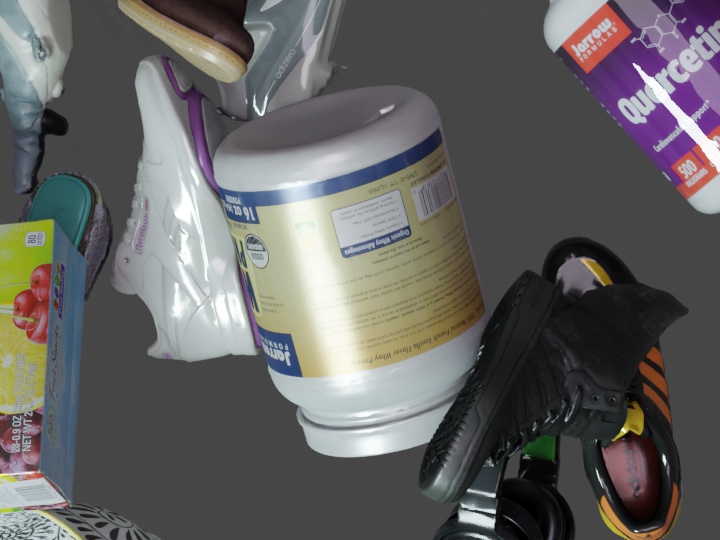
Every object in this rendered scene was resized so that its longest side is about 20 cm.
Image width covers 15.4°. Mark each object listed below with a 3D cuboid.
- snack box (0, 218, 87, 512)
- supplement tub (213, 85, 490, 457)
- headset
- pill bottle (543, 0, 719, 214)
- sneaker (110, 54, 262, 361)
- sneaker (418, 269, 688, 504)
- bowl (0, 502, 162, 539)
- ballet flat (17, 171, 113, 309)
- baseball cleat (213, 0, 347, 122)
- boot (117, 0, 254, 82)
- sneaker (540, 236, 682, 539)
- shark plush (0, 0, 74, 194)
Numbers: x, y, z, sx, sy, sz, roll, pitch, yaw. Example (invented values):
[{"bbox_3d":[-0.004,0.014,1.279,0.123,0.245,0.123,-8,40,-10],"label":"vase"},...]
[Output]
[{"bbox_3d":[-0.274,0.065,1.621,0.200,0.068,0.169,-7,63,13],"label":"snack box"},{"bbox_3d":[0.000,0.000,1.639,0.144,0.144,0.200,-14,106,2],"label":"supplement tub"},{"bbox_3d":[0.077,0.168,1.669,0.094,0.123,0.200,10,101,21],"label":"headset"},{"bbox_3d":[0.193,-0.139,1.664,0.112,0.112,0.200,-42,88,1],"label":"pill bottle"},{"bbox_3d":[-0.123,-0.035,1.686,0.099,0.075,0.200,-12,98,15],"label":"sneaker"},{"bbox_3d":[0.116,0.075,1.590,0.104,0.060,0.200,33,56,-9],"label":"sneaker"},{"bbox_3d":[-0.161,0.220,1.668,0.201,0.094,0.201,20,122,36],"label":"bowl"},{"bbox_3d":[-0.208,0.037,1.695,0.072,0.072,0.201,22,78,2],"label":"ballet flat"},{"bbox_3d":[-0.049,-0.191,1.695,0.106,0.070,0.200,13,89,2],"label":"baseball cleat"},{"bbox_3d":[-0.081,-0.215,1.642,0.072,0.200,0.166,35,96,-36],"label":"boot"},{"bbox_3d":[0.163,0.075,1.674,0.070,0.090,0.200,-14,89,2],"label":"sneaker"},{"bbox_3d":[-0.225,-0.154,1.724,0.083,0.091,0.200,-4,111,21],"label":"shark plush"}]
